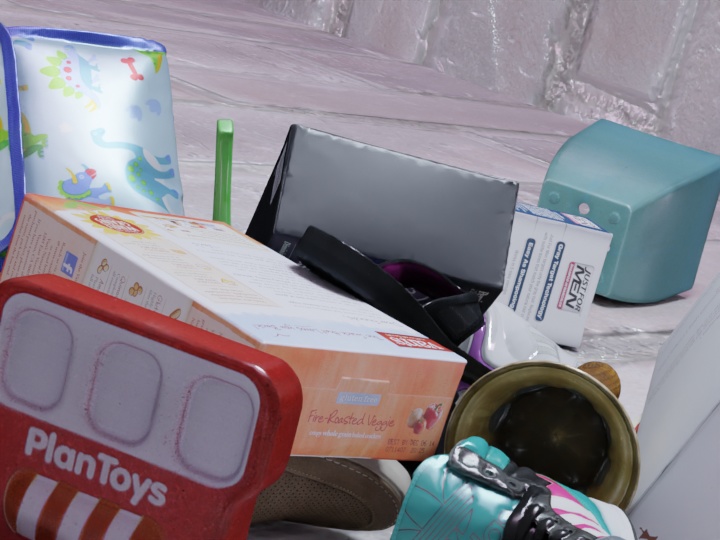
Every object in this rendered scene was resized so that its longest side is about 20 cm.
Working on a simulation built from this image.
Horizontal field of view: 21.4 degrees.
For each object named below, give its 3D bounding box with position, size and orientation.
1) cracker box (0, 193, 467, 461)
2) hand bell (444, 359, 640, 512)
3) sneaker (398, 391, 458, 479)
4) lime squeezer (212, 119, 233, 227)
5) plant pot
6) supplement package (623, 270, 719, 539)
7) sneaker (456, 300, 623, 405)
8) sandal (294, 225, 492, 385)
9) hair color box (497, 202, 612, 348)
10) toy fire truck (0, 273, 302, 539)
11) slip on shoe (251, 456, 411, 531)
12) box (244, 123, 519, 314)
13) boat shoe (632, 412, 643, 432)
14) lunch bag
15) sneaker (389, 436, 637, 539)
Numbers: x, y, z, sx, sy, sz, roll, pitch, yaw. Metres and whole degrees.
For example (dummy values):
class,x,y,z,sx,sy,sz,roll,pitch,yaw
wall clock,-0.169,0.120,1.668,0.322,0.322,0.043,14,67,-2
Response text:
class,x,y,z,sx,sy,sz,roll,pitch,yaw
cracker box,-0.066,0.027,0.922,0.134,0.058,0.200,8,14,-45
hand bell,0.122,0.080,1.082,0.104,0.104,0.200,19,15,13
sneaker,0.000,0.076,1.065,0.140,0.078,0.200,20,13,23
lime squeezer,-0.087,0.014,1.083,0.038,0.200,0.071,-11,47,-20
plant pot,0.240,-0.047,1.821,0.141,0.141,0.200,21,20,22
supplement package,0.229,0.083,1.047,0.117,0.117,0.200,33,32,-1
sneaker,0.111,0.080,1.249,0.100,0.075,0.200,23,14,-26
sandal,0.034,0.017,1.030,0.075,0.048,0.200,31,-6,30
hair color box,0.089,-0.010,1.520,0.200,0.100,0.061,13,11,-16
toy fire truck,-0.126,0.077,0.677,0.200,0.168,0.112,20,13,21
slip on shoe,-0.070,0.101,0.919,0.200,0.076,0.061,21,51,-21
box,0.000,0.000,1.177,0.141,0.079,0.200,12,-24,-9
boat shoe,0.214,0.124,1.156,0.063,0.071,0.200,28,13,35
lunch bag,-0.211,-0.053,1.128,0.200,0.127,0.170,3,59,-21
sneaker,0.076,0.133,0.881,0.121,0.084,0.200,19,4,-9
